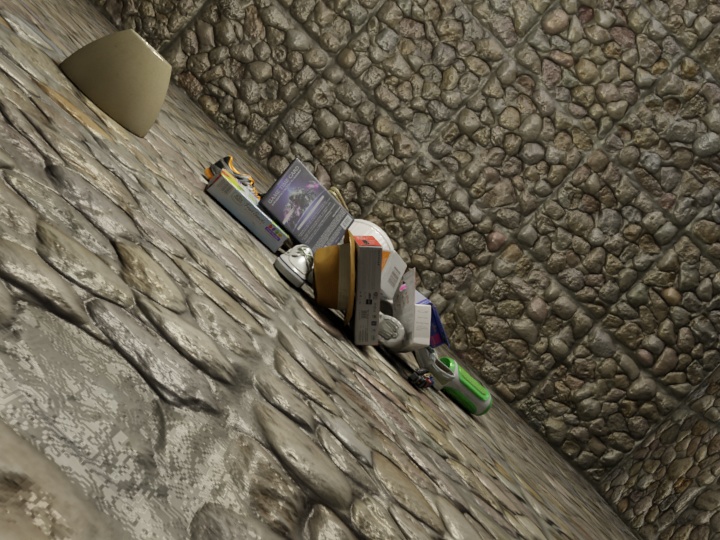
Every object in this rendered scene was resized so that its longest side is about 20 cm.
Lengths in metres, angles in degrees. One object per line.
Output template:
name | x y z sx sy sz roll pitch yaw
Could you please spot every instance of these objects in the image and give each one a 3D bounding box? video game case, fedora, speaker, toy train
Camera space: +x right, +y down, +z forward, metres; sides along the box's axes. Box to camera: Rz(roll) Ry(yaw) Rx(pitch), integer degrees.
video game case | -0.117 -0.131 1.533 0.200 0.143 0.019 45 -27 -21
fedora | -0.055 0.013 1.384 0.081 0.202 0.201 2 9 -5
speaker | 0.283 0.325 1.917 0.200 0.088 0.088 42 4 -28
toy train | 0.146 0.253 1.608 0.046 0.034 0.200 48 5 13

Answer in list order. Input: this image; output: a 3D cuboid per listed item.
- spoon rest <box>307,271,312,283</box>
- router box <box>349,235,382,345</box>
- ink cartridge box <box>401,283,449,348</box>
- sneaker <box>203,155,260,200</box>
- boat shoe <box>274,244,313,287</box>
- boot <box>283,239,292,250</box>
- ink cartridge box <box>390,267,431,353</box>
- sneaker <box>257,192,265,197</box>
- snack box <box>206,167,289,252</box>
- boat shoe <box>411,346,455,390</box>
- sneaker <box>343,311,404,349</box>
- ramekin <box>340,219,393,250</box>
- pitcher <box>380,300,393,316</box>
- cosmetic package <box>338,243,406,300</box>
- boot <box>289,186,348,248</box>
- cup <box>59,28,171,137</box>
spoon rest | -0.079 0.022 1.553 0.200 0.061 0.099 45 3 7
router box | 0.008 0.035 1.422 0.049 0.201 0.180 1 10 -5
ink cartridge box | 0.152 0.115 1.707 0.120 0.042 0.200 70 -13 -20
sneaker | -0.277 -0.187 1.630 0.200 0.077 0.078 45 2 -13
boat shoe | -0.131 -0.022 1.413 0.074 0.067 0.200 43 4 -14
boot | -0.150 -0.090 1.745 0.075 0.097 0.200 45 3 20
ink cartridge box | 0.117 0.099 1.626 0.044 0.177 0.200 5 -12 -11
sneaker | -0.185 -0.147 1.775 0.200 0.071 0.098 9 -26 26
snack box | -0.249 -0.137 1.525 0.200 0.053 0.142 45 5 -16
boat shoe | 0.180 0.230 1.741 0.202 0.065 0.075 56 6 -39
sneaker | 0.023 0.119 1.600 0.200 0.078 0.099 45 -14 26
ramekin | -0.017 -0.027 1.806 0.202 0.202 0.094 44 35 4
pitcher | 0.061 0.103 1.886 0.171 0.122 0.200 29 10 20
cosmetic package | 0.000 0.000 1.658 0.199 0.102 0.071 8 -27 38
boot | -0.095 -0.095 1.650 0.073 0.155 0.200 34 -24 28
cup | -0.456 -0.383 1.341 0.200 0.143 0.200 43 4 -3
